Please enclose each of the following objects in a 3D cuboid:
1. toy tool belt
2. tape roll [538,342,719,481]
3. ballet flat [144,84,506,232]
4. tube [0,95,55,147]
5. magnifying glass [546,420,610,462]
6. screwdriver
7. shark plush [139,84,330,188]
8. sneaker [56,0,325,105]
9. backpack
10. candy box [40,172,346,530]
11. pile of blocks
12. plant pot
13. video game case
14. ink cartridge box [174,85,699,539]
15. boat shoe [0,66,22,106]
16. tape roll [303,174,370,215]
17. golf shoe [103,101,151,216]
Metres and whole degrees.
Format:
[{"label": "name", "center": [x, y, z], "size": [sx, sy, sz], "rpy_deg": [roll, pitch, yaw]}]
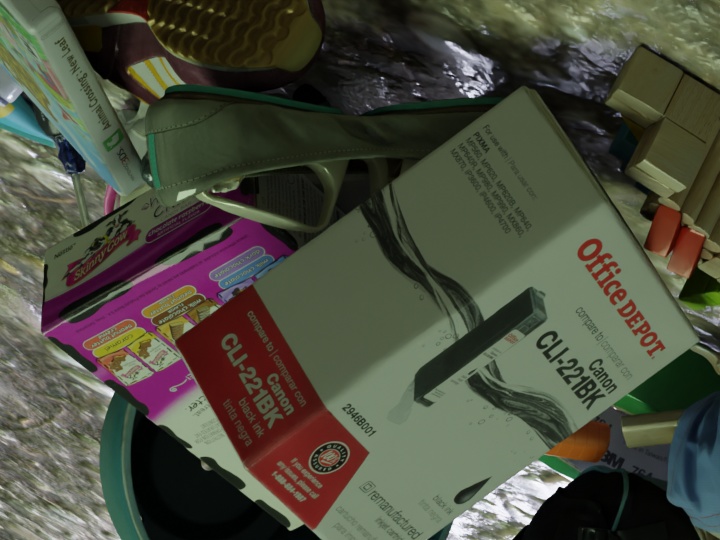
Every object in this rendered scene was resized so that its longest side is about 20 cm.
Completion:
[{"label": "toy tool belt", "center": [0.206, 0.082, 1.304], "size": [0.122, 0.126, 0.200], "rpy_deg": [21, 162, -5]}, {"label": "tape roll", "center": [0.158, 0.085, 1.497], "size": [0.199, 0.048, 0.201], "rpy_deg": [25, 162, 9]}, {"label": "ballet flat", "center": [-0.004, -0.049, 1.208], "size": [0.199, 0.064, 0.067], "rpy_deg": [1, 174, -23]}, {"label": "tube", "center": [-0.249, -0.128, 1.538], "size": [0.077, 0.051, 0.200], "rpy_deg": [27, 169, 29]}, {"label": "magnifying glass", "center": [0.040, 0.077, 1.426], "size": [0.199, 0.023, 0.080], "rpy_deg": [12, 141, -16]}, {"label": "screwdriver", "center": [-0.152, -0.039, 1.468], "size": [0.029, 0.028, 0.201], "rpy_deg": [-13, 97, 26]}, {"label": "shark plush", "center": [-0.040, -0.035, 1.407], "size": [0.090, 0.084, 0.200], "rpy_deg": [22, 166, 35]}, {"label": "sneaker", "center": [-0.070, -0.112, 1.270], "size": [0.199, 0.075, 0.090], "rpy_deg": [22, 161, 49]}, {"label": "backpack", "center": [0.144, 0.202, 1.476], "size": [0.153, 0.177, 0.200], "rpy_deg": [25, 177, -11]}, {"label": "candy box", "center": [-0.043, 0.034, 1.309], "size": [0.136, 0.061, 0.200], "rpy_deg": [-28, 130, 24]}, {"label": "pile of blocks", "center": [0.151, -0.020, 1.202], "size": [0.082, 0.062, 0.200], "rpy_deg": [11, 155, 43]}, {"label": "plant pot", "center": [-0.065, 0.108, 1.529], "size": [0.199, 0.201, 0.188], "rpy_deg": [33, 166, -14]}, {"label": "video game case", "center": [-0.191, -0.143, 1.314], "size": [0.200, 0.022, 0.182], "rpy_deg": [46, 171, 23]}, {"label": "ink cartridge box", "center": [0.039, 0.031, 1.205], "size": [0.084, 0.200, 0.144], "rpy_deg": [56, -175, 36]}, {"label": "boat shoe", "center": [-0.233, -0.102, 1.414], "size": [0.071, 0.070, 0.200], "rpy_deg": [44, -176, -1]}, {"label": "tape roll", "center": [0.000, 0.000, 1.362], "size": [0.201, 0.037, 0.203], "rpy_deg": [-1, 145, -1]}, {"label": "golf shoe", "center": [-0.121, -0.046, 1.488], "size": [0.075, 0.092, 0.200], "rpy_deg": [28, 164, -4]}]
